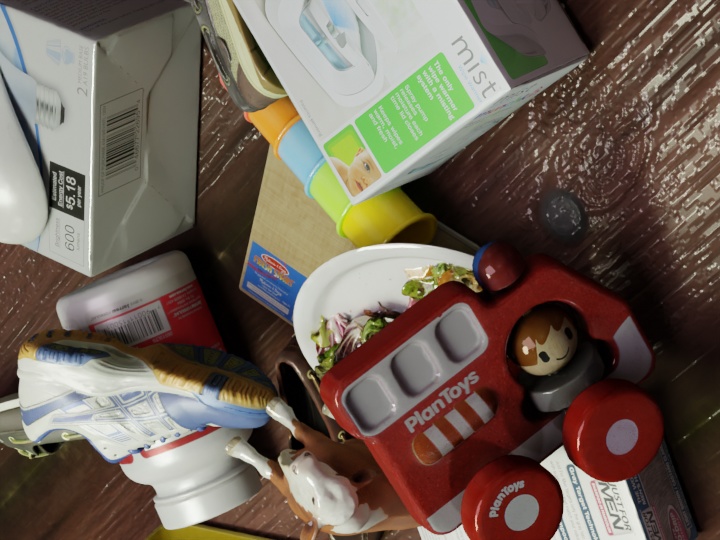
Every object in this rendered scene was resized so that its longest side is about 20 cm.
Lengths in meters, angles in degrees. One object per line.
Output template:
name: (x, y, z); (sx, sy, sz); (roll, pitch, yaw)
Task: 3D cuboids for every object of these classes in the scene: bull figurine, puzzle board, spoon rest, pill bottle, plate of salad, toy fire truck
bull figurine: (-0.014, 0.138, 1.494); (0.121, 0.200, 0.065); (39, 102, 30)
puzzle board: (0.000, 0.000, 1.621); (0.200, 0.017, 0.151); (33, 128, 26)
spoon rest: (-0.285, -0.108, 1.627); (0.099, 0.061, 0.200); (6, 125, 40)
pill bottle: (-0.152, 0.095, 1.726); (0.112, 0.112, 0.200); (-17, 97, 43)
plate of salad: (0.048, 0.058, 1.530); (0.199, 0.048, 0.200); (10, 139, 8)
toy fire truck: (0.090, 0.074, 1.412); (0.168, 0.200, 0.112); (58, 170, -29)

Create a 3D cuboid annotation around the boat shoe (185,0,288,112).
boat shoe: (-0.098, -0.206, 1.553); (0.065, 0.073, 0.200); (-32, 68, 42)

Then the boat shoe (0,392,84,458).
boat shoe: (-0.271, 0.128, 1.871); (0.201, 0.072, 0.060); (-19, 91, 40)

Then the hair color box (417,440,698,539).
hair color box: (0.130, 0.165, 1.550); (0.200, 0.060, 0.100); (-15, 97, 44)

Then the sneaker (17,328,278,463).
sneaker: (-0.158, 0.102, 1.641); (0.199, 0.075, 0.088); (9, 106, 13)

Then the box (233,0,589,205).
box: (0.026, -0.176, 1.467); (0.176, 0.097, 0.200); (-34, 85, 46)

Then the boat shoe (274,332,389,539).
boat shoe: (-0.026, 0.133, 1.655); (0.070, 0.070, 0.200); (7, 121, 36)

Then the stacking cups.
stacking cups: (-0.028, -0.087, 1.563); (0.200, 0.060, 0.061); (51, 133, 22)

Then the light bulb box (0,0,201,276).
light bulb box: (-0.235, -0.131, 1.689); (0.200, 0.125, 0.199); (22, 122, 31)

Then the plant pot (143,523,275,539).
plant pot: (-0.120, 0.341, 1.763); (0.200, 0.200, 0.177); (5, 123, 39)
